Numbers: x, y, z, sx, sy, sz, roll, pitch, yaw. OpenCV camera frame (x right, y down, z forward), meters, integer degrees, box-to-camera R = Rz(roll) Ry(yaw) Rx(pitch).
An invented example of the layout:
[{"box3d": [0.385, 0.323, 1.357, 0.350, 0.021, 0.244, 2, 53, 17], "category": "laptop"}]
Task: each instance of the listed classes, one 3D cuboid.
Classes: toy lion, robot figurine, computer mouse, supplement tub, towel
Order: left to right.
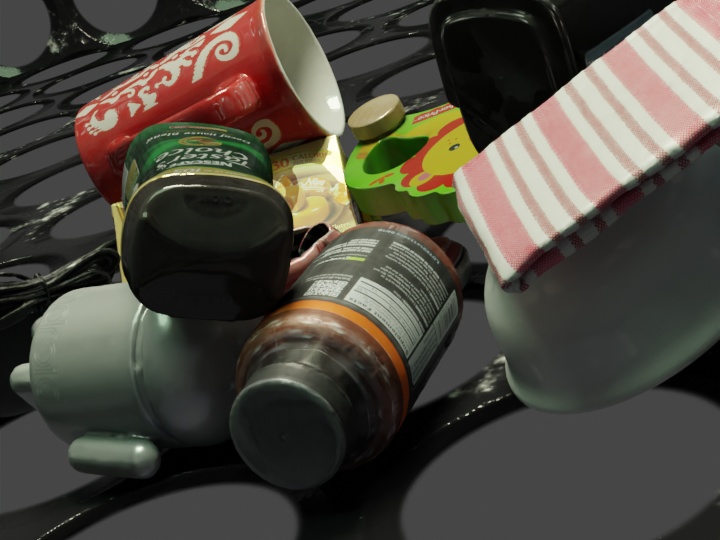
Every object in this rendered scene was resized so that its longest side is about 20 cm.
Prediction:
[{"box3d": [-0.252, 0.063, 1.104, 0.138, 0.053, 0.200, -19, -20, -31], "category": "computer mouse"}, {"box3d": [-0.140, 0.063, 0.993, 0.199, 0.113, 0.170, -7, 54, 32], "category": "robot figurine"}, {"box3d": [-0.011, 0.052, 0.907, 0.106, 0.107, 0.200, -10, 20, 25], "category": "supplement tub"}, {"box3d": [0.075, -0.091, 1.129, 0.199, 0.069, 0.192, -19, 26, 24], "category": "toy lion"}, {"box3d": [0.144, -0.075, 0.826, 0.200, 0.030, 0.147, -37, 24, 11], "category": "towel"}]

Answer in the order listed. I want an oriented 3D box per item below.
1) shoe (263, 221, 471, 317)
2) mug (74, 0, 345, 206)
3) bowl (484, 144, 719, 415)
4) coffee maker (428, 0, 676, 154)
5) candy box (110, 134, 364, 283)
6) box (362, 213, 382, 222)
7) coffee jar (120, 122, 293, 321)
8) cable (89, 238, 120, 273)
[{"box3d": [0.000, 0.000, 1.073, 0.200, 0.091, 0.071, -32, 22, -35], "category": "shoe"}, {"box3d": [-0.139, -0.136, 1.235, 0.199, 0.134, 0.177, -24, -18, 19], "category": "mug"}, {"box3d": [0.143, -0.019, 0.878, 0.201, 0.090, 0.201, -36, 21, 16], "category": "bowl"}, {"box3d": [0.144, -0.182, 0.998, 0.200, 0.193, 0.135, -33, 4, -37], "category": "coffee maker"}, {"box3d": [-0.096, -0.023, 1.203, 0.199, 0.055, 0.116, -17, 59, 6], "category": "candy box"}, {"box3d": [-0.060, -0.035, 1.312, 0.199, 0.049, 0.117, -23, 18, -4], "category": "box"}, {"box3d": [-0.099, -0.034, 0.937, 0.104, 0.086, 0.200, 4, 17, -11], "category": "coffee jar"}, {"box3d": [-0.142, -0.035, 1.293, 0.200, 0.050, 0.097, -35, 31, -7], "category": "cable"}]
